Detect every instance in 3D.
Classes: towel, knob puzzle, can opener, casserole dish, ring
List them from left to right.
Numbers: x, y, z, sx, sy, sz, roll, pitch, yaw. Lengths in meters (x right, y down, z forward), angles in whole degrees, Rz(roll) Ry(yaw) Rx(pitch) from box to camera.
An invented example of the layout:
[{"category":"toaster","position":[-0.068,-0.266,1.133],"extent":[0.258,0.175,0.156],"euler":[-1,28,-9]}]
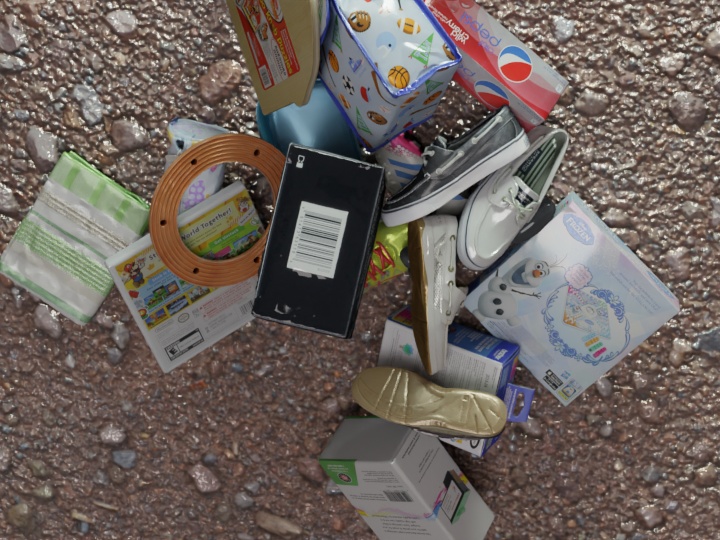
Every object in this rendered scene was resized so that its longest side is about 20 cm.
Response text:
[{"category":"towel","position":[-0.376,-0.042,1.851],"extent":[0.148,0.031,0.201],"euler":[33,110,-8]},{"category":"ring","position":[-0.168,-0.074,1.716],"extent":[0.198,0.019,0.203],"euler":[-14,121,-23]},{"category":"knob puzzle","position":[-0.090,-0.290,1.626],"extent":[0.030,0.219,0.223],"euler":[-19,113,-28]},{"category":"casserole dish","position":[-0.057,-0.153,1.749],"extent":[0.119,0.039,0.203],"euler":[-12,108,13]},{"category":"can opener","position":[0.146,-0.043,1.725],"extent":[0.198,0.067,0.054],"euler":[-31,126,1]}]

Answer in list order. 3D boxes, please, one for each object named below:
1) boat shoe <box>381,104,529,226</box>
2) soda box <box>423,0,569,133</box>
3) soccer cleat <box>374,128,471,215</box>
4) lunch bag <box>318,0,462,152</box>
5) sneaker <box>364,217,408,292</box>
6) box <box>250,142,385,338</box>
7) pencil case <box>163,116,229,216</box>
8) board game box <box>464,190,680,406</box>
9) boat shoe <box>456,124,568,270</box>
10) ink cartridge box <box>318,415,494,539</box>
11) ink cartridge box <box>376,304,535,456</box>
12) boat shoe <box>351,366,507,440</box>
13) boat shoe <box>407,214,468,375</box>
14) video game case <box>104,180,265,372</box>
[{"category":"boat shoe","position":[0.102,-0.126,1.653],"extent":[0.198,0.072,0.068],"euler":[-31,107,10]},{"category":"soda box","position":[0.146,-0.252,1.651],"extent":[0.199,0.070,0.064],"euler":[38,69,-7]},{"category":"soccer cleat","position":[0.048,-0.133,1.723],"extent":[0.200,0.070,0.086],"euler":[41,111,-9]},{"category":"lunch bag","position":[0.005,-0.264,1.607],"extent":[0.123,0.170,0.201],"euler":[-30,81,-19]},{"category":"sneaker","position":[0.000,0.000,1.772],"extent":[0.199,0.090,0.079],"euler":[-31,102,17]},{"category":"box","position":[-0.045,-0.028,1.635],"extent":[0.116,0.200,0.200],"euler":[13,88,2]},{"category":"pencil case","position":[-0.217,-0.089,1.770],"extent":[0.082,0.091,0.203],"euler":[13,113,4]},{"category":"board game box","position":[0.265,0.038,1.770],"extent":[0.200,0.043,0.199],"euler":[44,113,-9]},{"category":"boat shoe","position":[0.181,-0.093,1.665],"extent":[0.073,0.067,0.202],"euler":[32,77,-23]},{"category":"ink cartridge box","position":[0.062,0.287,1.827],"extent":[0.144,0.084,0.201],"euler":[-7,128,46]},{"category":"ink cartridge box","position":[0.121,0.145,1.788],"extent":[0.198,0.076,0.138],"euler":[21,115,21]},{"category":"boat shoe","position":[0.085,0.172,1.725],"extent":[0.197,0.073,0.065],"euler":[10,152,13]},{"category":"boat shoe","position":[0.100,0.030,1.696],"extent":[0.068,0.071,0.203],"euler":[-8,111,-15]},{"category":"video game case","position":[-0.201,0.009,1.766],"extent":[0.198,0.023,0.184],"euler":[-31,126,-12]}]
